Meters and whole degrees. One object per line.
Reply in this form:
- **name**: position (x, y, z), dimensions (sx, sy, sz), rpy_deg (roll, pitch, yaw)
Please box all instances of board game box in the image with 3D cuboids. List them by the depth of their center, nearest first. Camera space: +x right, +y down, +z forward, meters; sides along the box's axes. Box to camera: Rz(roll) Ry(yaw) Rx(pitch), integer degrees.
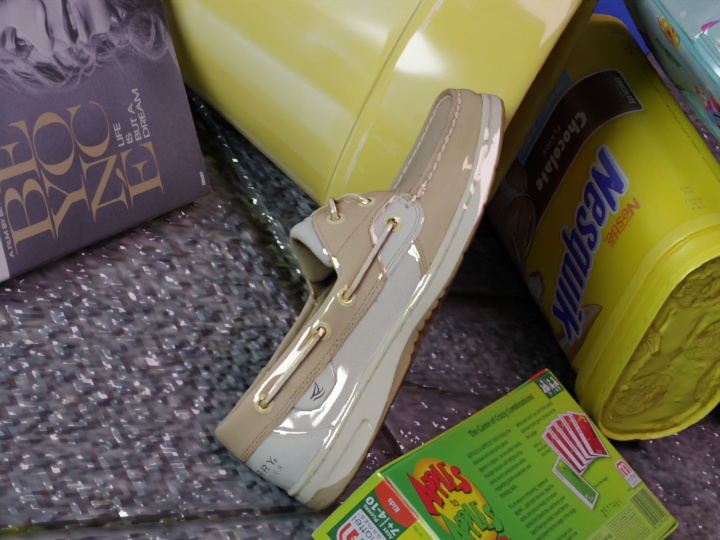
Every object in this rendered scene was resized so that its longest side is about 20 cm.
- **board game box**: position (0.068, 0.118, 0.892), dimensions (0.102, 0.048, 0.200), rpy_deg (49, 26, 10)

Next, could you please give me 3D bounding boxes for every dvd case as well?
- **dvd case**: position (-0.133, -0.085, 0.849), dimensions (0.200, 0.016, 0.150), rpy_deg (-30, 107, -63)

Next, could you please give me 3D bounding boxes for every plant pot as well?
- **plant pot**: position (0.002, -0.119, 1.000), dimensions (0.188, 0.202, 0.201), rpy_deg (29, 26, 6)

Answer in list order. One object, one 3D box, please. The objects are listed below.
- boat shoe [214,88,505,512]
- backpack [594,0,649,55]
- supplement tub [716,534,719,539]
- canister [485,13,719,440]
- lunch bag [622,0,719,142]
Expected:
- **boat shoe**: position (0.000, 0.000, 0.843), dimensions (0.069, 0.074, 0.201), rpy_deg (27, 72, -7)
- **backpack**: position (0.122, -0.218, 1.325), dimensions (0.167, 0.163, 0.201), rpy_deg (30, 30, -20)
- **supplement tub**: position (0.229, 0.186, 0.943), dimensions (0.122, 0.123, 0.201), rpy_deg (37, 28, -15)
- **canister**: position (0.143, -0.029, 1.099), dimensions (0.086, 0.149, 0.201), rpy_deg (-1, 45, -28)
- **lunch bag**: position (0.200, -0.117, 1.029), dimensions (0.161, 0.077, 0.201), rpy_deg (53, 9, -47)
